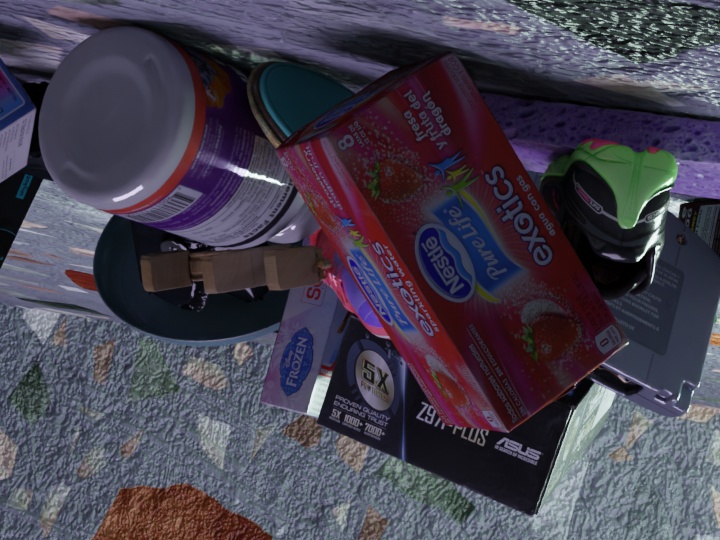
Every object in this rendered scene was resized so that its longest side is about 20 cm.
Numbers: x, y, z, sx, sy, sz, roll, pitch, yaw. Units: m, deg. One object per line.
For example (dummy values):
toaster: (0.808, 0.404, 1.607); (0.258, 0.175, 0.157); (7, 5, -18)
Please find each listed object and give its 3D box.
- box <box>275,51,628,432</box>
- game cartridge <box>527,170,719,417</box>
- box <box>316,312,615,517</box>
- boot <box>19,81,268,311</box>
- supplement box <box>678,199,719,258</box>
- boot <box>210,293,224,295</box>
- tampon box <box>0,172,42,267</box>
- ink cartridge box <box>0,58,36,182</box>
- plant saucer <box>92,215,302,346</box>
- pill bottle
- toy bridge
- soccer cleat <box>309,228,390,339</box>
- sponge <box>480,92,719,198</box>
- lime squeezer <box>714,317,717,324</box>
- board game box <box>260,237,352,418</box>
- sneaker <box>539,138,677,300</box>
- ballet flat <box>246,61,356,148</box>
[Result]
box: (0.051, -0.014, 1.380); (0.095, 0.200, 0.100); (-35, -170, -17)
game cartridge: (0.148, -0.002, 1.594); (0.200, 0.134, 0.040); (28, 156, -19)
box: (0.085, 0.070, 1.665); (0.163, 0.086, 0.200); (23, -159, 13)
boot: (-0.164, -0.046, 1.713); (0.200, 0.077, 0.168); (5, 137, 11)
supplement box: (0.305, -0.012, 1.643); (0.109, 0.061, 0.200); (13, 175, -19)
boot: (-0.113, -0.010, 1.897); (0.188, 0.069, 0.200); (10, -152, 1)
tampon box: (-0.353, -0.066, 1.717); (0.126, 0.150, 0.200); (33, -171, 39)
ink cartridge box: (-0.312, -0.061, 1.551); (0.076, 0.200, 0.136); (52, 163, 4)
plant saucer: (-0.100, -0.011, 1.805); (0.200, 0.200, 0.027); (8, 137, 22)
pill bottle: (-0.098, -0.075, 1.505); (0.111, 0.112, 0.200); (7, 173, 33)
toy bridge: (-0.072, -0.002, 1.600); (0.067, 0.027, 0.200); (-9, -176, -32)
soccer cleat: (0.000, 0.000, 1.564); (0.076, 0.067, 0.200); (1, -166, 2)
sponge: (0.152, -0.075, 1.464); (0.200, 0.030, 0.112); (9, 173, 19)
lime squeezer: (0.161, -0.025, 1.655); (0.200, 0.071, 0.038); (23, 157, -26)
board game box: (0.007, 0.016, 1.757); (0.041, 0.200, 0.200); (14, 175, 23)
sneaker: (0.140, -0.023, 1.426); (0.077, 0.084, 0.200); (11, 172, 4)
ballet flat: (0.007, -0.060, 1.489); (0.200, 0.071, 0.071); (27, 170, -16)
